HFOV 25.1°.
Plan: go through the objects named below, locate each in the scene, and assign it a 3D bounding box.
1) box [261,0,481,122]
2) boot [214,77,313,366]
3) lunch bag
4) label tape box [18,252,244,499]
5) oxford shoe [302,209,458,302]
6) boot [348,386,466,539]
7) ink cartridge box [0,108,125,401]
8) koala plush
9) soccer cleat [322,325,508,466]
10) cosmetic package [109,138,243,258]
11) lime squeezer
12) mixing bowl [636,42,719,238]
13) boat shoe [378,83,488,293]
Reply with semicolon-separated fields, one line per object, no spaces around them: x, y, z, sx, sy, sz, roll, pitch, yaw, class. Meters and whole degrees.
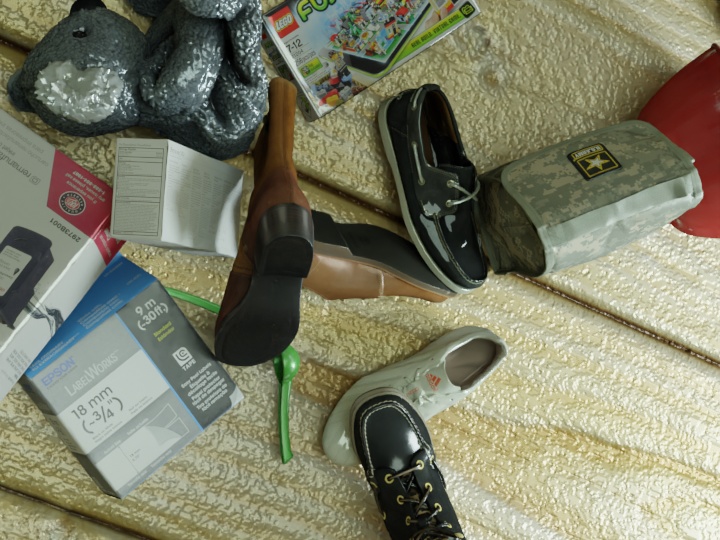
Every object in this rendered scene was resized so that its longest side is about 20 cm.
0.006;-0.238;1.524;0.200;0.035;0.110;-35;101;-18;box
-0.092;-0.039;1.417;0.068;0.189;0.200;3;45;-12;boot
0.207;-0.066;1.499;0.163;0.200;0.118;-20;96;-11;lunch bag
-0.220;0.077;1.413;0.144;0.063;0.200;-39;102;-18;label tape box
0.000;0.000;1.509;0.199;0.071;0.071;17;119;-27;oxford shoe
0.053;0.215;1.439;0.073;0.151;0.201;-18;120;-7;boot
-0.307;-0.011;1.347;0.145;0.084;0.200;35;76;9;ink cartridge box
-0.196;-0.168;1.377;0.199;0.177;0.185;-15;106;-25;koala plush
0.050;0.113;1.508;0.200;0.078;0.069;-35;100;-18;soccer cleat
-0.154;-0.059;1.376;0.050;0.200;0.083;5;87;14;cosmetic package
-0.101;0.075;1.477;0.071;0.038;0.200;-35;102;1;lime squeezer
0.334;-0.109;1.583;0.108;0.200;0.201;-22;97;8;mixing bowl
0.078;-0.076;1.516;0.072;0.067;0.201;-19;90;-46;boat shoe
